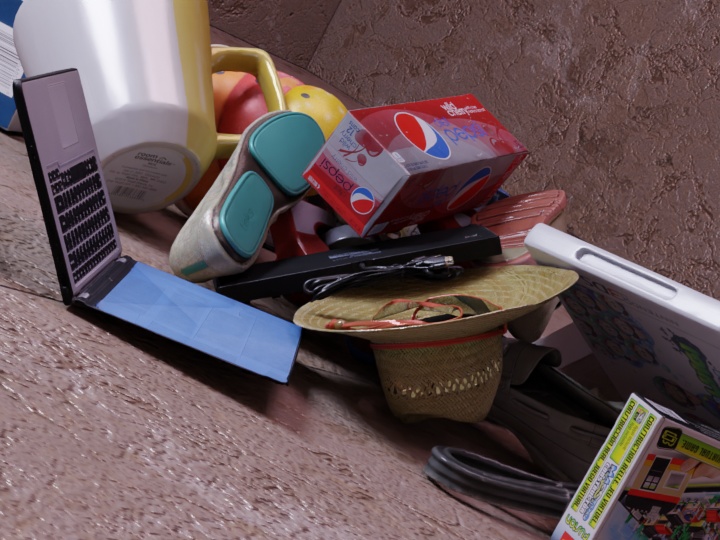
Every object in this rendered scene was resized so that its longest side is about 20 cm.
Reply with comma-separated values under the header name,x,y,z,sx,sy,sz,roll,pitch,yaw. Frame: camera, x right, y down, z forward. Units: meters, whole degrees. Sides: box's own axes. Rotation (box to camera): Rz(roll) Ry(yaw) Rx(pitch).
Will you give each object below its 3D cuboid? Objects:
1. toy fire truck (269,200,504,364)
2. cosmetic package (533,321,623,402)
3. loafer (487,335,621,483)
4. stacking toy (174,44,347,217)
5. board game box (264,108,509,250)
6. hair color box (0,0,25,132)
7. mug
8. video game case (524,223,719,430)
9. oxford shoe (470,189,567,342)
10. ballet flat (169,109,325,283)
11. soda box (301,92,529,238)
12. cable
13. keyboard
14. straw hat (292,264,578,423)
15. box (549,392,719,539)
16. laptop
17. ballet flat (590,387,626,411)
name,x,y,z,sx,sy,sz,roll,pitch,yaw
toy fire truck,0.028,0.018,1.421,0.199,0.112,0.168,23,28,-29
cosmetic package,0.197,0.074,1.492,0.082,0.051,0.200,26,-20,-11
loafer,0.113,0.075,1.315,0.200,0.070,0.070,38,34,18
stacking toy,-0.051,-0.105,1.519,0.199,0.147,0.146,6,-6,32
board game box,0.014,-0.051,1.651,0.199,0.136,0.035,25,9,-23
hair color box,-0.253,-0.166,1.575,0.060,0.101,0.200,29,7,13
mug,-0.155,-0.133,1.408,0.150,0.185,0.154,72,1,-57
video game case,0.214,0.062,1.289,0.182,0.024,0.200,27,-19,46
oxford shoe,0.120,-0.007,1.416,0.070,0.074,0.200,-11,18,18
ballet flat,-0.085,-0.055,1.359,0.068,0.062,0.200,55,32,-13
soda box,0.043,-0.080,1.399,0.070,0.064,0.200,46,26,16
cable,0.130,0.155,1.163,0.199,0.051,0.097,10,21,-31
keyboard,0.000,0.000,1.301,0.198,0.021,0.127,-11,10,-6
straw hat,0.051,0.057,1.234,0.199,0.086,0.201,-9,8,1
box,0.213,0.156,1.126,0.199,0.111,0.035,23,9,-31
laptop,-0.116,-0.032,1.149,0.115,0.202,0.187,-12,8,3
ballet flat,0.241,0.147,1.442,0.199,0.070,0.069,27,8,-14
